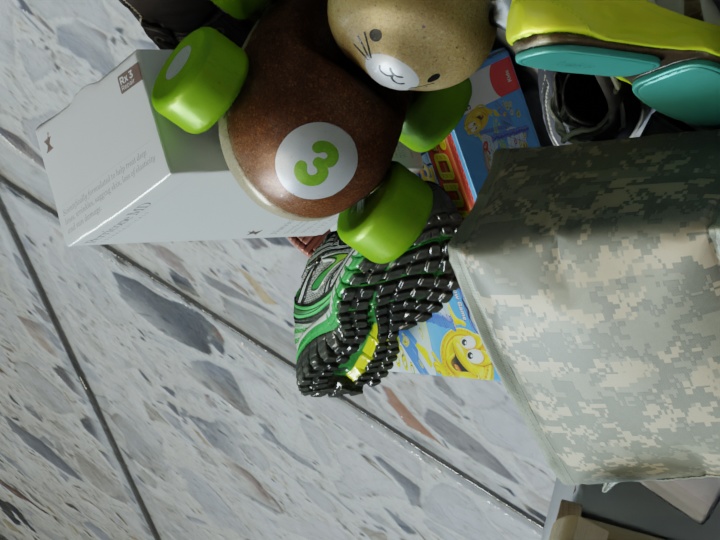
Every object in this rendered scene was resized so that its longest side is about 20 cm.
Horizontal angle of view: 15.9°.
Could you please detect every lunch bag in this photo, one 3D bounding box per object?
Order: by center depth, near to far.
[{"bbox_3d":[0.163,0.032,1.409,0.163,0.118,0.201,-5,124,28],"label":"lunch bag"}]

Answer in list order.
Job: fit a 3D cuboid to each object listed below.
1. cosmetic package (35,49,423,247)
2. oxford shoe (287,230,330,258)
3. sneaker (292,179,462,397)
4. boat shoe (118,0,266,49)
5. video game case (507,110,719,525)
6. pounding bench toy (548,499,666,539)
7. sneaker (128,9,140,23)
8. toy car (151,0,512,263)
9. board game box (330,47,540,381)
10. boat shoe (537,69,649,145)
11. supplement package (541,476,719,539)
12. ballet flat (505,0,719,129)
[{"bbox_3d":[-0.075,-0.072,1.504,0.113,0.199,0.082,-32,71,45],"label":"cosmetic package"},{"bbox_3d":[-0.023,-0.044,1.799,0.074,0.071,0.200,50,179,-44],"label":"oxford shoe"},{"bbox_3d":[0.000,0.000,1.593,0.200,0.078,0.086,-51,47,51],"label":"sneaker"},{"bbox_3d":[-0.089,-0.144,1.511,0.071,0.065,0.200,-2,170,19],"label":"boat shoe"},{"bbox_3d":[0.185,0.028,1.479,0.142,0.019,0.201,34,116,16],"label":"video game case"},{"bbox_3d":[0.175,0.217,1.494,0.155,0.125,0.200,14,157,7],"label":"pounding bench toy"},{"bbox_3d":[-0.103,-0.184,1.628,0.200,0.060,0.104,47,145,16],"label":"sneaker"},{"bbox_3d":[0.018,-0.121,1.376,0.164,0.158,0.200,35,146,-22],"label":"toy car"},{"bbox_3d":[0.051,-0.032,1.619,0.195,0.056,0.201,1,114,61],"label":"board game box"},{"bbox_3d":[0.120,-0.105,1.432,0.072,0.063,0.200,35,160,12],"label":"boat shoe"},{"bbox_3d":[0.227,0.138,1.593,0.199,0.118,0.117,18,160,-2],"label":"supplement package"},{"bbox_3d":[0.148,-0.123,1.315,0.067,0.068,0.199,-13,162,42],"label":"ballet flat"}]
